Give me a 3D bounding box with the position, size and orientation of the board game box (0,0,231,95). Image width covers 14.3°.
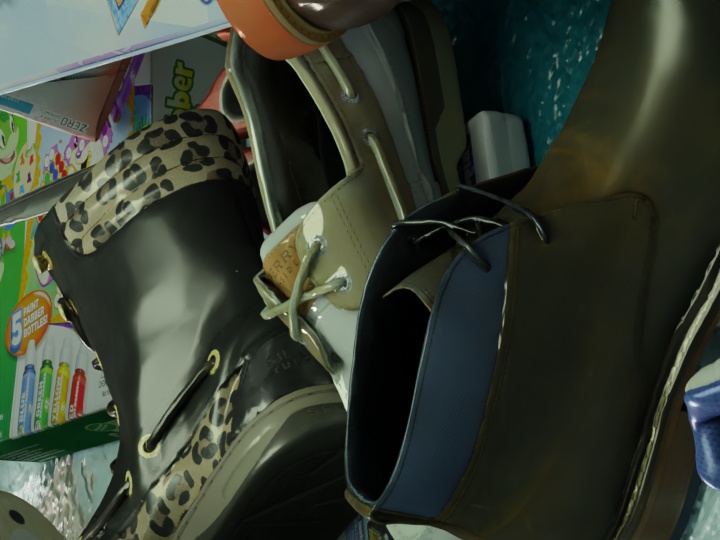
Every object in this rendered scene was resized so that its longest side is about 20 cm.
[{"bbox_3d":[-0.107,-0.161,0.903,0.199,0.041,0.201,-12,103,34],"label":"board game box"}]

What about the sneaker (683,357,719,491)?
[{"bbox_3d":[0.141,0.067,0.629,0.200,0.088,0.076,-131,19,-60],"label":"sneaker"}]

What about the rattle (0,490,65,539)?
[{"bbox_3d":[-0.071,0.100,0.882,0.143,0.130,0.201,-29,96,36],"label":"rattle"}]

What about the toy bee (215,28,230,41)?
[{"bbox_3d":[-0.070,-0.129,1.005,0.200,0.108,0.132,-27,56,42],"label":"toy bee"}]

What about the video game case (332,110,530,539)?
[{"bbox_3d":[0.006,0.051,0.973,0.200,0.018,0.144,-38,52,54],"label":"video game case"}]

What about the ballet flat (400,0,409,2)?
[{"bbox_3d":[0.059,-0.133,0.862,0.200,0.062,0.068,131,154,-55],"label":"ballet flat"}]

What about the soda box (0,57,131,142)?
[{"bbox_3d":[-0.151,-0.115,1.146,0.064,0.068,0.200,-66,28,9],"label":"soda box"}]

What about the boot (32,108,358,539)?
[{"bbox_3d":[-0.075,0.055,1.011,0.200,0.073,0.151,-51,50,40],"label":"boot"}]

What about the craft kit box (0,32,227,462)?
[{"bbox_3d":[-0.109,-0.031,1.175,0.200,0.048,0.199,-21,64,59],"label":"craft kit box"}]

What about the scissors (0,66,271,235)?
[{"bbox_3d":[-0.076,-0.047,1.072,0.199,0.014,0.074,2,90,39],"label":"scissors"}]

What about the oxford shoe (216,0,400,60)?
[{"bbox_3d":[0.015,-0.148,0.833,0.072,0.071,0.201,-15,49,34],"label":"oxford shoe"}]

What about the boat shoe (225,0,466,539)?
[{"bbox_3d":[0.000,0.000,0.903,0.075,0.068,0.201,-49,44,46],"label":"boat shoe"}]

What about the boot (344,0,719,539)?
[{"bbox_3d":[0.056,-0.013,0.810,0.075,0.096,0.201,16,99,61],"label":"boot"}]
